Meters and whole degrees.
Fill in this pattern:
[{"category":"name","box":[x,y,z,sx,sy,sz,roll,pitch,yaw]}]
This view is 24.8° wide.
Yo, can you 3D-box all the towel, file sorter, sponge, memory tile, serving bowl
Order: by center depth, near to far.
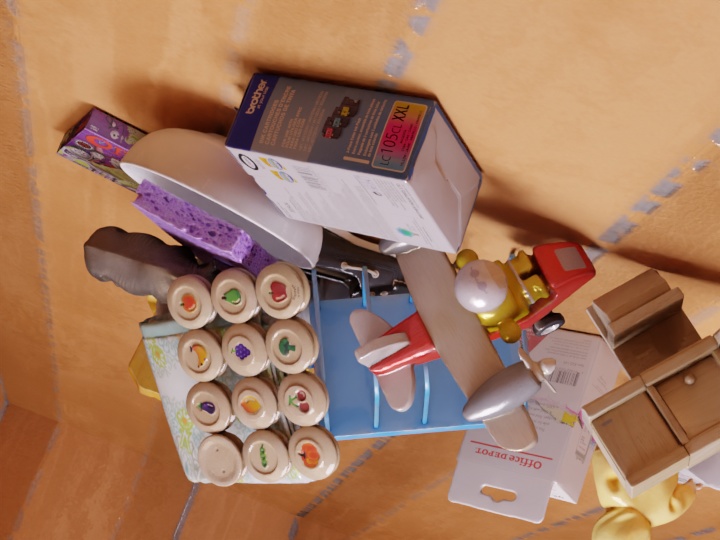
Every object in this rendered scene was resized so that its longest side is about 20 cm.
[{"category":"memory tile","box":[-0.099,0.095,1.476,0.153,0.201,0.017,-6,-171,31]},{"category":"serving bowl","box":[-0.117,-0.076,1.494,0.200,0.066,0.200,26,172,4]},{"category":"file sorter","box":[0.055,0.068,1.526,0.199,0.139,0.123,-5,158,-2]},{"category":"sponge","box":[-0.130,-0.023,1.540,0.111,0.030,0.200,26,173,20]},{"category":"towel","box":[-0.123,0.119,1.556,0.200,0.172,0.048,-6,-170,46]}]

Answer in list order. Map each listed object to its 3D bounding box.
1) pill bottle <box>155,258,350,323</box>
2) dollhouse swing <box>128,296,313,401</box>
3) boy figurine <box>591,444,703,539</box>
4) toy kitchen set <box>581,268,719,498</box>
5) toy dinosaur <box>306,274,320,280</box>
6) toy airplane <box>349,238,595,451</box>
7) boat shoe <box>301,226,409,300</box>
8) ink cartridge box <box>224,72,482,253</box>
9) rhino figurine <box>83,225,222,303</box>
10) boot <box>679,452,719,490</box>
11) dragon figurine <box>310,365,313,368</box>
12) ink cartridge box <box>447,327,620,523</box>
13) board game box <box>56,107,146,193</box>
[{"category":"pill bottle","box":[-0.105,0.047,1.679,0.199,0.115,0.114,2,163,-1]},{"category":"dollhouse swing","box":[-0.161,0.103,1.938,0.200,0.176,0.182,18,163,6]},{"category":"boy figurine","box":[0.296,0.219,1.710,0.124,0.200,0.064,20,163,-8]},{"category":"toy kitchen set","box":[0.261,0.046,1.313,0.163,0.200,0.180,60,177,23]},{"category":"toy dinosaur","box":[0.005,0.033,1.754,0.200,0.048,0.088,16,156,4]},{"category":"toy airplane","box":[0.084,0.033,1.393,0.200,0.199,0.141,20,160,5]},{"category":"boat shoe","box":[0.000,0.000,1.623,0.200,0.060,0.074,25,163,-14]},{"category":"ink cartridge box","box":[-0.018,-0.090,1.340,0.200,0.076,0.136,11,160,26]},{"category":"rhino figurine","box":[-0.181,0.003,1.559,0.200,0.060,0.087,15,171,32]},{"category":"boot","box":[0.383,0.206,1.811,0.200,0.074,0.096,16,170,46]},{"category":"dragon figurine","box":[-0.038,0.089,1.803,0.099,0.059,0.200,9,-164,28]},{"category":"ink cartridge box","box":[0.176,0.161,1.669,0.116,0.200,0.067,10,160,33]},{"category":"board game box","box":[-0.195,-0.093,1.630,0.200,0.032,0.120,27,158,-17]}]
